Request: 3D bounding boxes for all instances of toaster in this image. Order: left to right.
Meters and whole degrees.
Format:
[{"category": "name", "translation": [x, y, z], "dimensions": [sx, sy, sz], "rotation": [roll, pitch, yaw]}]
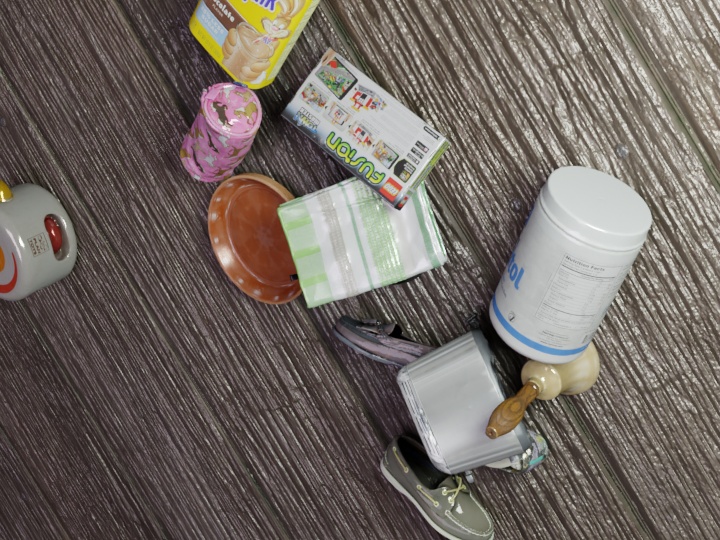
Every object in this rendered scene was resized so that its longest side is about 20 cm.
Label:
[{"category": "toaster", "translation": [0.130, 0.168, 1.399], "dimensions": [0.128, 0.114, 0.202], "rotation": [-24, 80, 5]}]

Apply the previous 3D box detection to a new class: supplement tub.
[{"category": "supplement tub", "translation": [0.239, -0.004, 1.256], "dimensions": [0.131, 0.132, 0.202], "rotation": [34, 128, 20]}]

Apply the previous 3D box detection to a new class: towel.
[{"category": "towel", "translation": [0.000, -0.048, 1.409], "dimensions": [0.198, 0.031, 0.151], "rotation": [-19, 85, 12]}]

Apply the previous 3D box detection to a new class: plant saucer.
[{"category": "plant saucer", "translation": [-0.143, -0.048, 1.602], "dimensions": [0.198, 0.032, 0.203], "rotation": [18, 121, 31]}]

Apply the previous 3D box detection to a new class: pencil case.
[{"category": "pencil case", "translation": [-0.196, -0.188, 1.497], "dimensions": [0.200, 0.082, 0.088], "rotation": [139, 125, -66]}]

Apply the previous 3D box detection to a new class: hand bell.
[{"category": "hand bell", "translation": [0.204, 0.150, 1.314], "dimensions": [0.103, 0.199, 0.105], "rotation": [18, 123, 30]}]

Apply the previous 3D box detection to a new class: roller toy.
[{"category": "roller toy", "translation": [-0.599, -0.049, 1.886], "dimensions": [0.182, 0.139, 0.201], "rotation": [41, 130, 13]}]

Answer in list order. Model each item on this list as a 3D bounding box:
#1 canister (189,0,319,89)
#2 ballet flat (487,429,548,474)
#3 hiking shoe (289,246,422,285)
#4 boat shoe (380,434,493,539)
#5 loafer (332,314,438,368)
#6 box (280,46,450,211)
[{"category": "canister", "translation": [-0.130, -0.354, 1.401], "dimensions": [0.149, 0.086, 0.200], "rotation": [47, 134, 8]}, {"category": "ballet flat", "translation": [0.157, 0.235, 1.484], "dimensions": [0.198, 0.072, 0.073], "rotation": [8, 117, 36]}, {"category": "hiking shoe", "translation": [0.000, 0.000, 1.466], "dimensions": [0.198, 0.100, 0.077], "rotation": [-7, 110, 41]}, {"category": "boat shoe", "translation": [0.113, 0.316, 1.557], "dimensions": [0.201, 0.072, 0.061], "rotation": [38, 135, 22]}, {"category": "loafer", "translation": [0.057, 0.101, 1.506], "dimensions": [0.198, 0.072, 0.064], "rotation": [26, 107, 18]}, {"category": "box", "translation": [0.005, -0.181, 1.380], "dimensions": [0.200, 0.035, 0.110], "rotation": [41, 98, 15]}]
